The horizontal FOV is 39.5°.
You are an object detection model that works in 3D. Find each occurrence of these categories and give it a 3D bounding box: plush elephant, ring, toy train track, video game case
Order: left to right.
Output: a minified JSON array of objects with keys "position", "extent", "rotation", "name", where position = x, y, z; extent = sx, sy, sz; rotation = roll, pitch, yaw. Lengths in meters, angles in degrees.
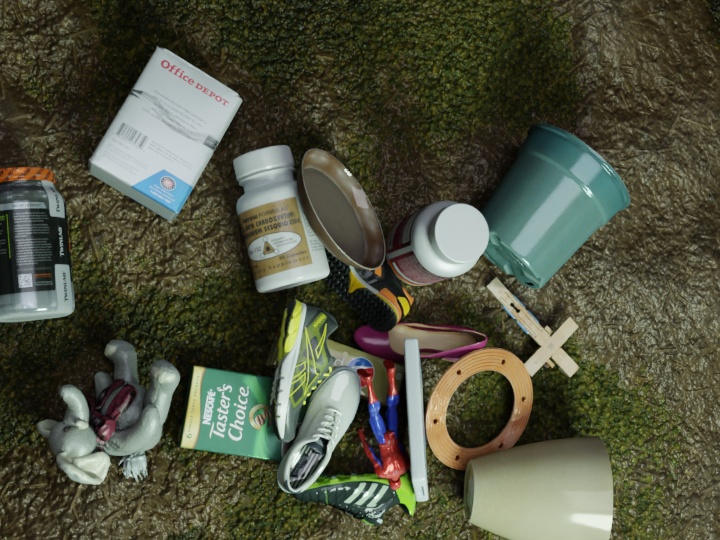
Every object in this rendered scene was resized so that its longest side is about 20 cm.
[{"position":[-0.356,0.203,1.360],"extent":[0.154,0.164,0.202],"rotation":[-4,110,-42],"name":"plush elephant"},{"position":[0.082,0.221,1.461],"extent":[0.023,0.183,0.202],"rotation":[-4,69,3],"name":"video game case"},{"position":[0.184,0.214,1.562],"extent":[0.198,0.019,0.203],"rotation":[-9,110,-25],"name":"ring"},{"position":[0.277,0.093,1.636],"extent":[0.115,0.033,0.200],"rotation":[-43,91,-9],"name":"toy train track"}]

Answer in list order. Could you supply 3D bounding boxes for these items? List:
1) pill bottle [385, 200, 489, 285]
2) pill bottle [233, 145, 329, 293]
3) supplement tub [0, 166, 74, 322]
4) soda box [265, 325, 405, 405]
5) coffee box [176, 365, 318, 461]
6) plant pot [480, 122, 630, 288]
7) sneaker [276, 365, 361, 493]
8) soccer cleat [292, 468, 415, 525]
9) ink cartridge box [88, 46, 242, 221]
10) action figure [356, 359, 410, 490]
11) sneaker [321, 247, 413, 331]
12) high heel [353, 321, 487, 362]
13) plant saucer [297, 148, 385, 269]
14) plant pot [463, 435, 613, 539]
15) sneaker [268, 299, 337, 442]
[{"position":[0.116,-0.042,1.511],"extent":[0.112,0.200,0.114],"rotation":[2,84,-16],"name":"pill bottle"},{"position":[-0.122,-0.076,1.487],"extent":[0.113,0.114,0.202],"rotation":[-14,87,-18],"name":"pill bottle"},{"position":[-0.461,-0.034,1.376],"extent":[0.121,0.122,0.203],"rotation":[-4,86,-17],"name":"supplement tub"},{"position":[-0.038,0.144,1.512],"extent":[0.198,0.068,0.065],"rotation":[20,79,-14],"name":"soda box"},{"position":[-0.163,0.215,1.479],"extent":[0.198,0.044,0.124],"rotation":[12,80,-15],"name":"coffee box"},{"position":[0.285,-0.092,1.582],"extent":[0.200,0.200,0.196],"rotation":[42,82,-8],"name":"plant pot"},{"position":[-0.052,0.233,1.441],"extent":[0.073,0.071,0.202],"rotation":[28,84,-14],"name":"sneaker"},{"position":[-0.005,0.342,1.502],"extent":[0.198,0.067,0.082],"rotation":[0,85,-20],"name":"soccer cleat"},{"position":[-0.285,-0.198,1.468],"extent":[0.144,0.084,0.201],"rotation":[30,76,-11],"name":"ink cartridge box"},{"position":[0.030,0.223,1.470],"extent":[0.065,0.099,0.202],"rotation":[-15,109,-15],"name":"action figure"},{"position":[0.000,0.000,1.551],"extent":[0.200,0.070,0.090],"rotation":[48,40,5],"name":"sneaker"},{"position":[0.093,0.100,1.538],"extent":[0.198,0.096,0.068],"rotation":[5,67,-19],"name":"high heel"},{"position":[-0.033,-0.085,1.480],"extent":[0.032,0.200,0.201],"rotation":[-31,94,24],"name":"plant saucer"},{"position":[0.263,0.344,1.537],"extent":[0.197,0.187,0.190],"rotation":[4,82,-4],"name":"plant pot"},{"position":[-0.079,0.146,1.426],"extent":[0.084,0.074,0.202],"rotation":[9,88,-13],"name":"sneaker"}]
